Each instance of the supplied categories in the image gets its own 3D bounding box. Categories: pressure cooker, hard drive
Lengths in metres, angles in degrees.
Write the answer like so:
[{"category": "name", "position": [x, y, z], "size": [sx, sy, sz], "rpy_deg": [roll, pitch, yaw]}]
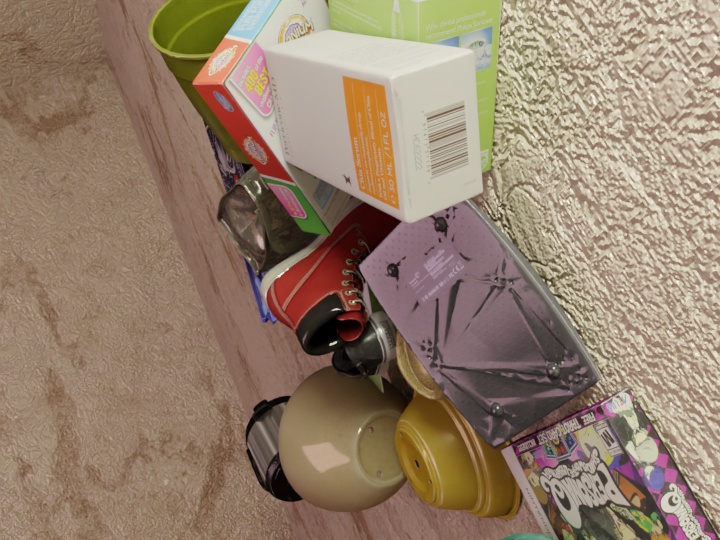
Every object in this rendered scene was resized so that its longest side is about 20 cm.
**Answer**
[{"category": "pressure cooker", "position": [-0.159, 0.380, 1.500], "size": [0.200, 0.175, 0.179], "rpy_deg": [46, 129, 48]}, {"category": "hard drive", "position": [0.099, 0.036, 0.581], "size": [0.135, 0.042, 0.201], "rpy_deg": [-44, 78, 33]}]

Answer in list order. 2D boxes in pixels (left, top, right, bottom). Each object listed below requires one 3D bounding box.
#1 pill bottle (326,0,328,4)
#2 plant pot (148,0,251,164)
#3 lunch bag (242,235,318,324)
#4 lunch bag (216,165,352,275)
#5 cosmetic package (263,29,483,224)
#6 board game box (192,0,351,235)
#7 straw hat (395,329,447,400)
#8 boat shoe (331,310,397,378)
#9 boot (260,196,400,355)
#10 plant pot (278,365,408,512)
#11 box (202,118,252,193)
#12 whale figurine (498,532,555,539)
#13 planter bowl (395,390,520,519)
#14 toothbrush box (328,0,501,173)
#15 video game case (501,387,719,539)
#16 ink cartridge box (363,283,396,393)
[{"category": "pill bottle", "position": [-0.037, -0.337, 0.613], "size": [0.113, 0.109, 0.201], "rpy_deg": [63, 158, 18]}, {"category": "plant pot", "position": [-0.148, -0.256, 0.900], "size": [0.201, 0.198, 0.195], "rpy_deg": [52, 165, 40]}, {"category": "lunch bag", "position": [-0.097, -0.046, 0.970], "size": [0.204, 0.148, 0.094], "rpy_deg": [71, 161, -3]}, {"category": "lunch bag", "position": [-0.081, -0.098, 0.847], "size": [0.118, 0.163, 0.200], "rpy_deg": [52, 160, 2]}, {"category": "cosmetic package", "position": [0.003, -0.120, 0.524], "size": [0.199, 0.070, 0.104], "rpy_deg": [33, 139, 53]}, {"category": "board game box", "position": [-0.054, -0.157, 0.652], "size": [0.040, 0.155, 0.201], "rpy_deg": [9, 150, 35]}, {"category": "straw hat", "position": [0.082, 0.078, 0.676], "size": [0.201, 0.083, 0.206], "rpy_deg": [39, 135, 52]}, {"category": "boat shoe", "position": [-0.003, 0.095, 0.777], "size": [0.200, 0.065, 0.071], "rpy_deg": [127, 120, -78]}, {"category": "boot", "position": [0.000, 0.000, 0.715], "size": [0.144, 0.199, 0.073], "rpy_deg": [37, 165, 52]}, {"category": "plant pot", "position": [0.002, 0.232, 0.918], "size": [0.134, 0.197, 0.205], "rpy_deg": [-11, 99, 62]}, {"category": "box", "position": [-0.177, -0.212, 1.101], "size": [0.182, 0.102, 0.204], "rpy_deg": [-3, 105, 70]}, {"category": "whale figurine", "position": [0.184, 0.292, 0.567], "size": [0.197, 0.103, 0.162], "rpy_deg": [2, 115, 41]}, {"category": "planter bowl", "position": [0.096, 0.214, 0.806], "size": [0.201, 0.082, 0.203], "rpy_deg": [54, 154, 40]}, {"category": "toothbrush box", "position": [0.041, -0.190, 0.576], "size": [0.146, 0.085, 0.203], "rpy_deg": [44, 149, 46]}, {"category": "video game case", "position": [0.211, 0.211, 0.573], "size": [0.184, 0.035, 0.201], "rpy_deg": [63, 159, 16]}, {"category": "ink cartridge box", "position": [0.017, 0.044, 0.889], "size": [0.104, 0.058, 0.204], "rpy_deg": [37, 142, 56]}]
